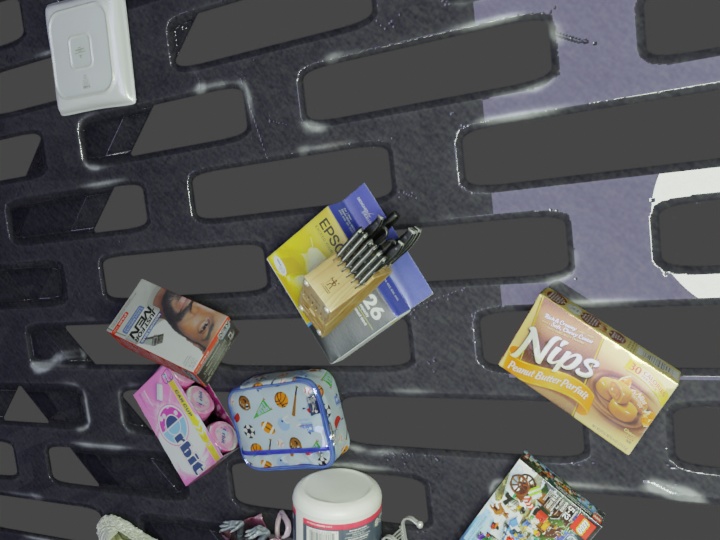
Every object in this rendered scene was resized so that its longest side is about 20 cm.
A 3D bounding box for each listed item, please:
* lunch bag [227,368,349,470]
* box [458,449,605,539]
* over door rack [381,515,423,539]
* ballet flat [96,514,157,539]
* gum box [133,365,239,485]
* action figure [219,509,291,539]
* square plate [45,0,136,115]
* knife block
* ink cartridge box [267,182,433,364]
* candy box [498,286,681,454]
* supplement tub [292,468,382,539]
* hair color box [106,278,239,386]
[{"bbox_3d":[-0.114,0.247,1.164,0.197,0.075,0.164,-9,96,30],"label":"lunch bag"},{"bbox_3d":[0.231,0.375,1.019,0.136,0.038,0.202,37,113,18],"label":"box"},{"bbox_3d":[0.055,0.494,1.073,0.066,0.147,0.205,6,101,32],"label":"over door rack"},{"bbox_3d":[-0.455,0.532,1.400,0.197,0.071,0.073,11,104,27],"label":"ballet flat"},{"bbox_3d":[-0.307,0.257,1.272,0.113,0.066,0.202,-40,79,28],"label":"gum box"},{"bbox_3d":[-0.170,0.519,1.245,0.147,0.134,0.204,-21,104,-13],"label":"action figure"},{"bbox_3d":[-0.489,-0.389,1.285,0.196,0.028,0.203,-1,98,29],"label":"square plate"},{"bbox_3d":[0.000,0.000,1.031,0.064,0.174,0.200,51,161,11],"label":"knife block"},{"bbox_3d":[-0.021,0.008,1.091,0.199,0.047,0.200,-38,80,30],"label":"ink cartridge box"},{"bbox_3d":[0.293,0.127,0.934,0.199,0.055,0.117,35,113,20],"label":"candy box"},{"bbox_3d":[-0.036,0.425,1.111,0.138,0.140,0.205,6,102,27],"label":"supplement tub"},{"bbox_3d":[-0.319,0.103,1.225,0.197,0.064,0.112,20,65,23],"label":"hair color box"}]
